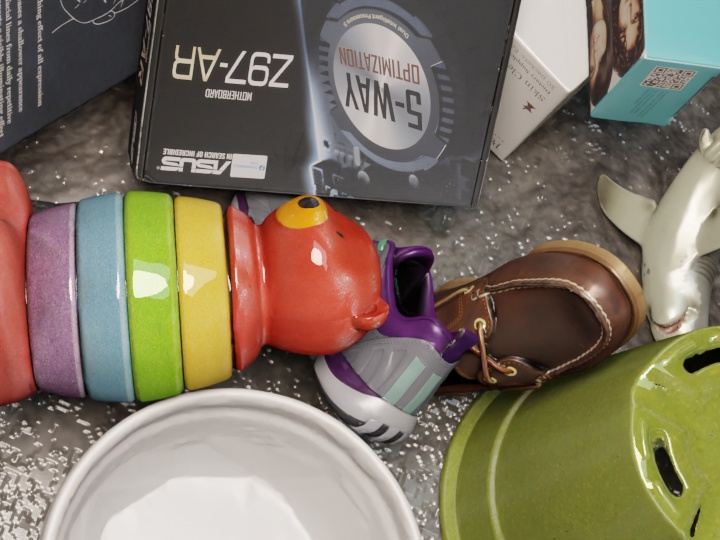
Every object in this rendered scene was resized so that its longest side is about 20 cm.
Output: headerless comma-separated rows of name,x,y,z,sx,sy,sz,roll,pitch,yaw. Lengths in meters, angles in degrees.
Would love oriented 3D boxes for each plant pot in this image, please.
plant pot,0.165,0.115,1.003,0.199,0.190,0.201,5,71,-14

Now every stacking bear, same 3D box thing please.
stacking bear,-0.087,0.008,0.929,0.199,0.122,0.114,-3,114,-4

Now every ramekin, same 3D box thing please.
ramekin,-0.074,0.170,0.960,0.199,0.105,0.201,5,70,-15

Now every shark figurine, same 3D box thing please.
shark figurine,0.238,-0.052,1.133,0.089,0.215,0.128,18,27,-49

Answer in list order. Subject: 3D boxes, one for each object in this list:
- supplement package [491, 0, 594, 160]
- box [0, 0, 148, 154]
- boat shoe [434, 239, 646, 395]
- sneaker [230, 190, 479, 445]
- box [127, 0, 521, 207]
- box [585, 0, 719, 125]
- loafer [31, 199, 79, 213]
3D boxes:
supplement package,0.084,-0.201,1.130,0.200,0.111,0.156,46,65,2
box,-0.185,-0.166,0.969,0.107,0.149,0.200,22,35,23
boat shoe,0.076,0.036,1.000,0.070,0.200,0.071,-35,95,-28
sneaker,0.000,0.000,1.015,0.074,0.088,0.200,25,26,-47
box,-0.019,-0.122,1.015,0.199,0.044,0.161,4,115,-15
box,0.162,-0.190,1.046,0.049,0.082,0.201,5,70,-14
loafer,-0.175,-0.008,1.018,0.200,0.068,0.071,23,47,-4
